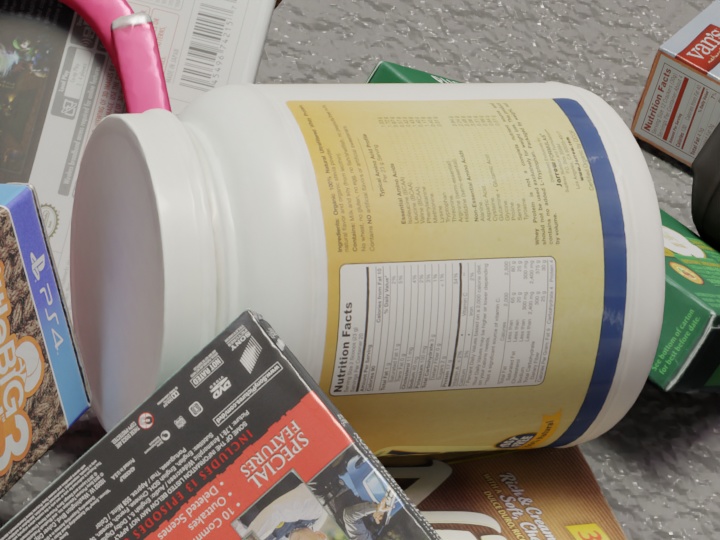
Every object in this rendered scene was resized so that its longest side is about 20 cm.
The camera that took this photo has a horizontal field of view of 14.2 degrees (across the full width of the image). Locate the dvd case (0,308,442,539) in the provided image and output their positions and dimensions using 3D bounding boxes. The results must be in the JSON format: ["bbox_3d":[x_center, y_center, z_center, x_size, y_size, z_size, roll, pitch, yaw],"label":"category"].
[{"bbox_3d":[-0.029,0.134,0.986,0.200,0.146,0.022,50,5,18],"label":"dvd case"}]

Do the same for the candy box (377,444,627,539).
[{"bbox_3d":[0.006,0.125,1.096,0.199,0.055,0.116,-2,40,-21],"label":"candy box"}]

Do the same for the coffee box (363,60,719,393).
[{"bbox_3d":[0.095,-0.018,1.277,0.200,0.044,0.123,38,15,25],"label":"coffee box"}]

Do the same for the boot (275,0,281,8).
[{"bbox_3d":[-0.140,-0.092,1.267,0.199,0.077,0.156,3,40,14],"label":"boot"}]

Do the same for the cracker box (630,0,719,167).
[{"bbox_3d":[0.251,-0.068,1.418,0.200,0.058,0.134,31,40,18],"label":"cracker box"}]

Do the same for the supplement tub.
[{"bbox_3d":[0.000,0.000,1.104,0.199,0.145,0.145,-2,41,-22],"label":"supplement tub"}]

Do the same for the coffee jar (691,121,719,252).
[{"bbox_3d":[0.243,-0.004,1.292,0.200,0.085,0.104,35,-2,21],"label":"coffee jar"}]

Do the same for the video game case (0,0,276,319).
[{"bbox_3d":[-0.141,-0.065,1.209,0.181,0.023,0.201,14,78,-1],"label":"video game case"}]

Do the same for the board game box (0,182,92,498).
[{"bbox_3d":[-0.220,0.053,1.028,0.159,0.097,0.200,4,31,29],"label":"board game box"}]

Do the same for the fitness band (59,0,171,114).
[{"bbox_3d":[-0.144,-0.039,1.173,0.143,0.037,0.201,-9,78,-5],"label":"fitness band"}]
